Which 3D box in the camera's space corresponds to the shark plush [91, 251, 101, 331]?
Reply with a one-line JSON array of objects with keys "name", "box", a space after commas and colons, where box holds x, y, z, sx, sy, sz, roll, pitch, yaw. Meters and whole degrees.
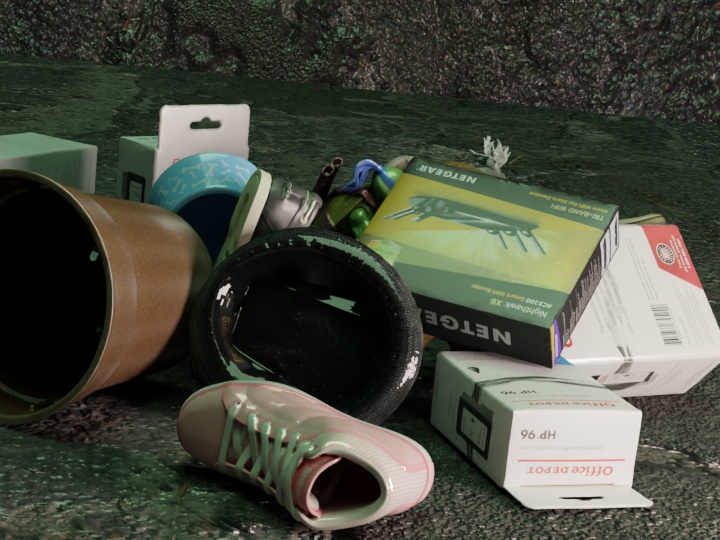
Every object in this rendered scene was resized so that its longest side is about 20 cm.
[{"name": "shark plush", "box": [-0.210, 0.016, 1.693, 0.200, 0.083, 0.091, 6, 13, 0]}]

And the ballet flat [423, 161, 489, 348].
[{"name": "ballet flat", "box": [0.079, -0.008, 1.634, 0.072, 0.200, 0.068, 4, -23, 42]}]

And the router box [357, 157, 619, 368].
[{"name": "router box", "box": [0.103, -0.011, 1.537, 0.200, 0.052, 0.157, 14, 50, 23]}]

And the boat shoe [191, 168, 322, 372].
[{"name": "boat shoe", "box": [-0.096, 0.010, 1.559, 0.068, 0.200, 0.072, 17, 24, -20]}]

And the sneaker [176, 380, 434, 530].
[{"name": "sneaker", "box": [-0.053, 0.132, 1.286, 0.200, 0.075, 0.105, 14, 10, 16]}]

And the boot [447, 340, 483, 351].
[{"name": "boot", "box": [0.127, 0.014, 1.760, 0.200, 0.074, 0.155, -18, 44, -35]}]

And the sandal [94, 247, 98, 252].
[{"name": "sandal", "box": [-0.300, -0.012, 1.892, 0.076, 0.043, 0.200, 6, 21, 34]}]

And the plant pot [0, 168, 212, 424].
[{"name": "plant pot", "box": [-0.233, 0.020, 1.477, 0.200, 0.201, 0.198, 13, 6, 26]}]

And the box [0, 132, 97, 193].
[{"name": "box", "box": [-0.383, -0.073, 1.907, 0.097, 0.125, 0.200, 13, 14, 28]}]

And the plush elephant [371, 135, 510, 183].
[{"name": "plush elephant", "box": [0.093, -0.052, 2.025, 0.165, 0.155, 0.200, 41, 38, -25]}]

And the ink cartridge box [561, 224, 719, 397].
[{"name": "ink cartridge box", "box": [0.217, 0.039, 1.645, 0.200, 0.083, 0.147, -1, 59, -28]}]

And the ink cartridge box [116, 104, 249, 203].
[{"name": "ink cartridge box", "box": [-0.182, -0.073, 1.798, 0.116, 0.200, 0.068, -5, 17, -42]}]

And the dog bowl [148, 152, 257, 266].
[{"name": "dog bowl", "box": [-0.130, -0.007, 1.613, 0.111, 0.200, 0.050, -7, 33, -8]}]

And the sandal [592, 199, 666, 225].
[{"name": "sandal", "box": [0.210, -0.041, 1.721, 0.201, 0.057, 0.080, -3, -27, -28]}]

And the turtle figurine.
[{"name": "turtle figurine", "box": [0.000, 0.000, 1.731, 0.200, 0.194, 0.144, 35, 28, -45]}]

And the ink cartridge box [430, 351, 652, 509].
[{"name": "ink cartridge box", "box": [0.146, 0.125, 1.431, 0.116, 0.068, 0.200, 1, 14, -20]}]

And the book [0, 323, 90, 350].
[{"name": "book", "box": [-0.351, 0.058, 1.552, 0.133, 0.048, 0.200, 19, 17, 28]}]

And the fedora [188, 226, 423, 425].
[{"name": "fedora", "box": [-0.040, 0.064, 1.488, 0.200, 0.201, 0.092, 9, -20, 13]}]
